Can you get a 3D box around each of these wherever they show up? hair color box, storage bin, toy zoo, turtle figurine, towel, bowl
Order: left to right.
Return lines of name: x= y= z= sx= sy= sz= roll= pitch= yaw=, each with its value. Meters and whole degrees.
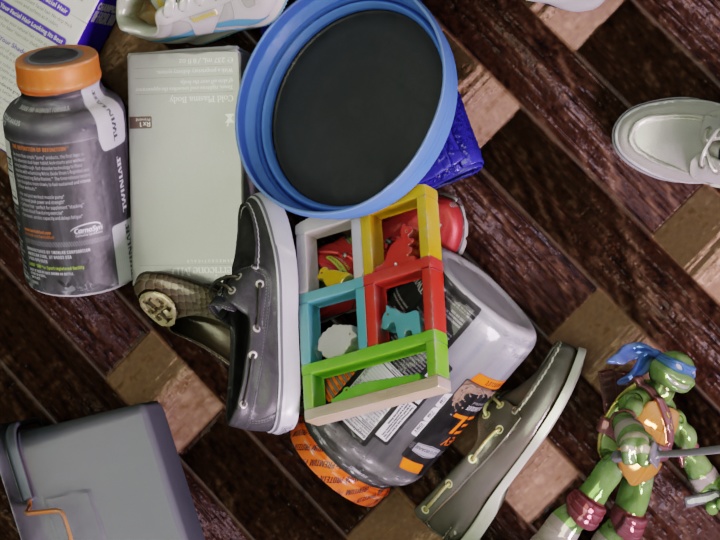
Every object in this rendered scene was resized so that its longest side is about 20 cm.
hair color box: x=-0.287 y=-0.210 z=1.817 sx=0.109 sy=0.065 sz=0.201 roll=32 pitch=101 yaw=13
storage bin: x=-0.218 y=0.206 z=1.779 sx=0.133 sy=0.146 sz=0.201 roll=-19 pitch=87 yaw=5
bowl: x=-0.010 y=-0.137 z=1.673 sx=0.199 sy=0.039 sz=0.202 roll=-10 pitch=71 yaw=30
towel: x=0.004 y=-0.149 z=1.729 sx=0.147 sy=0.050 sz=0.201 roll=-23 pitch=75 yaw=14
toy zoo: x=0.007 y=0.013 z=1.653 sx=0.131 sy=0.020 sz=0.201 roll=-16 pitch=66 yaw=31
turtle figurine: x=0.238 y=0.175 z=1.643 sx=0.199 sy=0.144 sz=0.195 roll=35 pitch=104 yaw=15

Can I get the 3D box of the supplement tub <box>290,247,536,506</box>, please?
supplement tub: x=0.040 y=0.090 z=1.697 sx=0.122 sy=0.122 sz=0.200 roll=43 pitch=104 yaw=10

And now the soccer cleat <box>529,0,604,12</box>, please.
soccer cleat: x=0.109 y=-0.258 z=1.682 sx=0.199 sy=0.085 sz=0.069 roll=17 pitch=91 yaw=5

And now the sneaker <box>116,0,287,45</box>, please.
sneaker: x=-0.127 y=-0.232 z=1.713 sx=0.200 sy=0.080 sz=0.077 roll=-22 pitch=75 yaw=51

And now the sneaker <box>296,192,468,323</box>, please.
sneaker: x=0.000 y=0.000 z=1.732 sx=0.199 sy=0.085 sz=0.077 roll=-28 pitch=85 yaw=14

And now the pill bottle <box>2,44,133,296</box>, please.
pill bottle: x=-0.246 y=-0.088 z=1.756 sx=0.105 sy=0.106 sz=0.201 roll=2 pitch=114 yaw=15

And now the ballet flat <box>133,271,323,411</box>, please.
ballet flat: x=-0.107 y=0.064 z=1.739 sx=0.199 sy=0.067 sz=0.047 roll=33 pitch=61 yaw=-18

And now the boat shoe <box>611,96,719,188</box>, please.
boat shoe: x=0.297 y=-0.096 z=1.655 sx=0.199 sy=0.070 sz=0.071 roll=14 pitch=95 yaw=14

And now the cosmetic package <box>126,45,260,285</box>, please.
cosmetic package: x=-0.139 y=-0.085 z=1.768 sx=0.106 sy=0.090 sz=0.202 roll=-3 pitch=88 yaw=12

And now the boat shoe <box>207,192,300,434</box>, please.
boat shoe: x=-0.092 y=0.034 z=1.680 sx=0.066 sy=0.070 sz=0.202 roll=1 pitch=80 yaw=-23

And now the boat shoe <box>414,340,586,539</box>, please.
boat shoe: x=0.117 y=0.139 z=1.710 sx=0.060 sy=0.072 sz=0.202 roll=32 pitch=103 yaw=5
